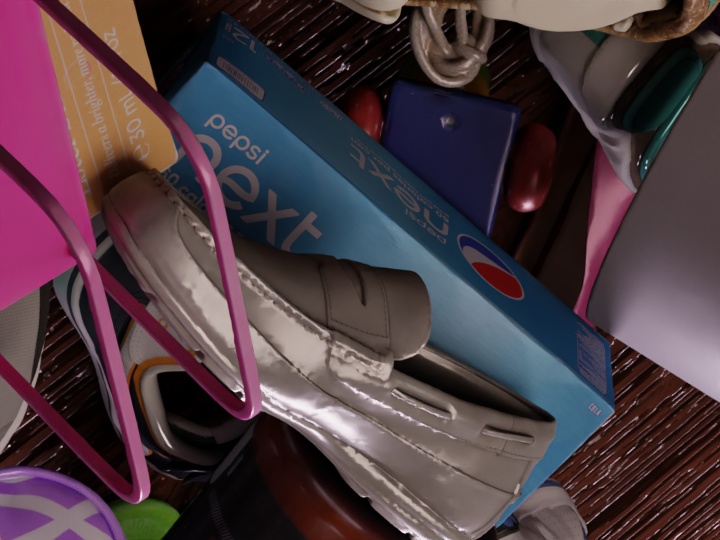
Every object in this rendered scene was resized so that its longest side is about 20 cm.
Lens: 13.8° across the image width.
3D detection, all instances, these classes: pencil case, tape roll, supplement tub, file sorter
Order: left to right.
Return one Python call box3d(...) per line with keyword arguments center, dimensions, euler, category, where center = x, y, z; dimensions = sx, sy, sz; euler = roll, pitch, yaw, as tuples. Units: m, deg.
box3d(center=(-0.142, 0.023, 0.860), dimensions=(0.199, 0.125, 0.139), euler=(-32, 141, -20), category="file sorter")
box3d(center=(-0.146, 0.134, 1.119), dimensions=(0.085, 0.084, 0.200), euler=(9, 156, -16), category="pencil case")
box3d(center=(-0.043, 0.144, 1.143), dimensions=(0.107, 0.107, 0.200), euler=(9, 127, -49), category="supplement tub")
box3d(center=(0.164, -0.050, 1.123), dimensions=(0.201, 0.066, 0.200), euler=(-56, 170, -14), category="tape roll")

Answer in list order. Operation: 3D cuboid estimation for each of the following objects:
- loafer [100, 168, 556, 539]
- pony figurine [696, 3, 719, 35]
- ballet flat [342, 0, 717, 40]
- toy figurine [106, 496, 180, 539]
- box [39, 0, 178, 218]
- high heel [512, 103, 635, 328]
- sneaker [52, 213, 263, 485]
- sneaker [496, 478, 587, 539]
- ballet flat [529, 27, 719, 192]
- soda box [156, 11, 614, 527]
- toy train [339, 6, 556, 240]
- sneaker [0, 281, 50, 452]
box3d(center=(-0.009, 0.022, 1.020), dimensions=(0.070, 0.070, 0.200), euler=(-44, 127, 6), category="loafer")
box3d(center=(0.231, -0.111, 1.294), dimensions=(0.193, 0.167, 0.200), euler=(-41, 153, 15), category="pony figurine")
box3d(center=(0.034, -0.116, 1.035), dimensions=(0.065, 0.199, 0.071), euler=(-73, 163, -47), category="ballet flat")
box3d(center=(-0.027, 0.196, 1.269), dimensions=(0.150, 0.184, 0.200), euler=(-51, 143, 5), category="toy figurine")
box3d(center=(-0.178, -0.061, 0.944), dimensions=(0.200, 0.106, 0.153), euler=(-35, 142, -18), category="box")
box3d(center=(0.073, 0.000, 1.303), dimensions=(0.096, 0.067, 0.200), euler=(35, 90, -44), category="high heel")
box3d(center=(-0.058, 0.049, 1.178), dimensions=(0.078, 0.079, 0.200), euler=(-44, 152, -7), category="sneaker")
box3d(center=(0.065, 0.159, 1.343), dimensions=(0.080, 0.116, 0.199), euler=(-27, 168, 11), category="sneaker")
box3d(center=(0.105, -0.078, 1.158), dimensions=(0.070, 0.069, 0.200), euler=(-50, 166, 3), category="ballet flat")
box3d(center=(0.000, 0.000, 1.096), dimensions=(0.200, 0.064, 0.068), euler=(40, 109, -12), category="soda box")
box3d(center=(0.034, -0.065, 1.165), dimensions=(0.084, 0.116, 0.201), euler=(12, 112, -2), category="toy train")
box3d(center=(-0.155, 0.054, 0.989), dimensions=(0.201, 0.074, 0.079), euler=(-63, -171, -29), category="sneaker")
